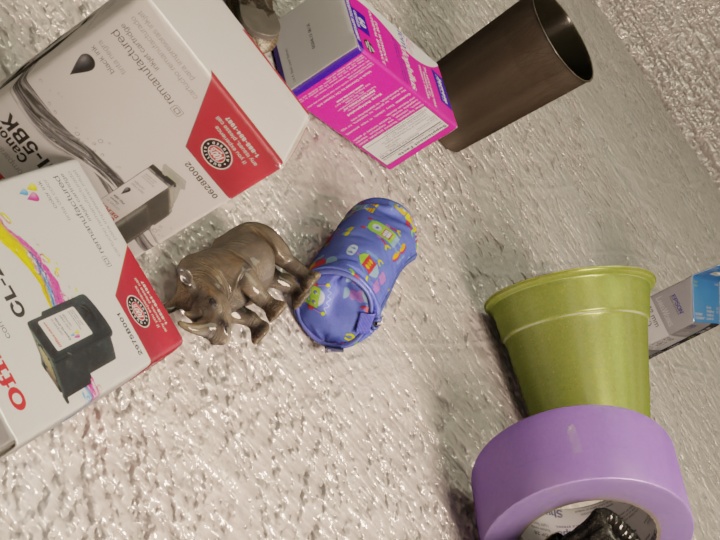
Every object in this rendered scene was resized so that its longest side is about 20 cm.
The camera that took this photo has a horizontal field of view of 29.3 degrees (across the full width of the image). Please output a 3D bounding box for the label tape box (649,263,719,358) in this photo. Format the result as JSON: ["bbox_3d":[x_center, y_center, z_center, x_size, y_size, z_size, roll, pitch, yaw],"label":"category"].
[{"bbox_3d":[0.446,0.064,1.937,0.143,0.199,0.066,7,59,-61],"label":"label tape box"}]

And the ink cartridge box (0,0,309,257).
[{"bbox_3d":[-0.159,-0.095,0.930,0.147,0.199,0.083,51,29,-18],"label":"ink cartridge box"}]

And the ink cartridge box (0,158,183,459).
[{"bbox_3d":[-0.214,0.028,0.826,0.146,0.083,0.200,60,24,-2],"label":"ink cartridge box"}]

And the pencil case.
[{"bbox_3d":[0.000,0.000,1.280,0.086,0.078,0.200,28,27,1],"label":"pencil case"}]

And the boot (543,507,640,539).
[{"bbox_3d":[0.153,0.263,1.191,0.211,0.157,0.080,23,43,-54],"label":"boot"}]

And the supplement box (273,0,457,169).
[{"bbox_3d":[0.005,-0.209,1.500,0.200,0.103,0.102,32,35,-50],"label":"supplement box"}]

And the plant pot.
[{"bbox_3d":[0.250,0.116,1.552,0.200,0.199,0.191,20,59,-56],"label":"plant pot"}]

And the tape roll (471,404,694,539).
[{"bbox_3d":[0.206,0.221,1.293,0.200,0.199,0.085,41,29,-36],"label":"tape roll"}]

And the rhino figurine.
[{"bbox_3d":[-0.101,0.014,1.088,0.087,0.060,0.200,41,25,4],"label":"rhino figurine"}]

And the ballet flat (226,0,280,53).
[{"bbox_3d":[-0.115,-0.281,1.423,0.067,0.046,0.201,10,40,-20],"label":"ballet flat"}]

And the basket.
[{"bbox_3d":[0.176,-0.249,1.756,0.136,0.199,0.180,57,23,-5],"label":"basket"}]
